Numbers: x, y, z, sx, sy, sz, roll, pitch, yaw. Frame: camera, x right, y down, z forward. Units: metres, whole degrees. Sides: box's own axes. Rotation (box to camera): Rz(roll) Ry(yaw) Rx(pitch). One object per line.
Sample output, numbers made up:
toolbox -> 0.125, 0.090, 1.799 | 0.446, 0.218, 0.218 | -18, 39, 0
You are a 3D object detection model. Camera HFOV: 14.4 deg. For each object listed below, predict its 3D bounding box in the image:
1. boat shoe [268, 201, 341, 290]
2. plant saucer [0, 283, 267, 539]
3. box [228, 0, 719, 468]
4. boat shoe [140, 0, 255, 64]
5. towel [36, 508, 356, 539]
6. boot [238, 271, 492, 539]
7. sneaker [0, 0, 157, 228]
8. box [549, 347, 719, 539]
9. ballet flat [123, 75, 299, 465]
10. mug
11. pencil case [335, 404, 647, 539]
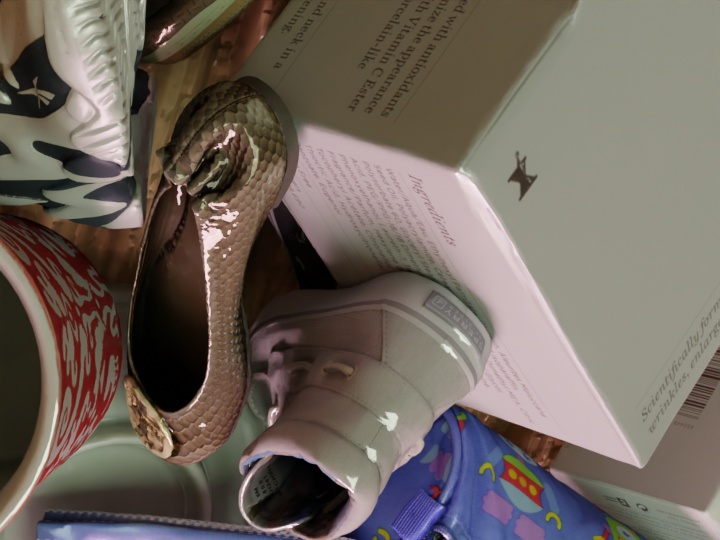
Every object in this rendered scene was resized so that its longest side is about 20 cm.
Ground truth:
boat shoe -> 0.000, 0.000, 1.226 | 0.070, 0.066, 0.201 | -20, 127, -17
plant saucer -> -0.121, 0.104, 1.233 | 0.199, 0.050, 0.201 | -15, 125, -21
box -> 0.080, -0.066, 1.141 | 0.199, 0.130, 0.200 | -54, 138, -20
boat shoe -> -0.021, -0.157, 1.121 | 0.200, 0.072, 0.076 | -50, 146, 8
towel -> -0.073, 0.201, 1.212 | 0.144, 0.024, 0.201 | 5, 110, 1
boot -> -0.023, 0.062, 1.155 | 0.073, 0.200, 0.096 | 42, 69, -7
sneaker -> -0.144, -0.073, 1.051 | 0.129, 0.199, 0.080 | 3, 78, 0
box -> 0.198, 0.107, 1.362 | 0.125, 0.097, 0.200 | -57, 133, -19
ballet flat -> -0.068, 0.007, 1.104 | 0.046, 0.067, 0.201 | -27, 151, -35
mug -> -0.165, 0.015, 1.054 | 0.133, 0.200, 0.178 | -26, 89, 6
pencil case -> 0.077, 0.131, 1.249 | 0.200, 0.087, 0.078 | 34, 108, -31
